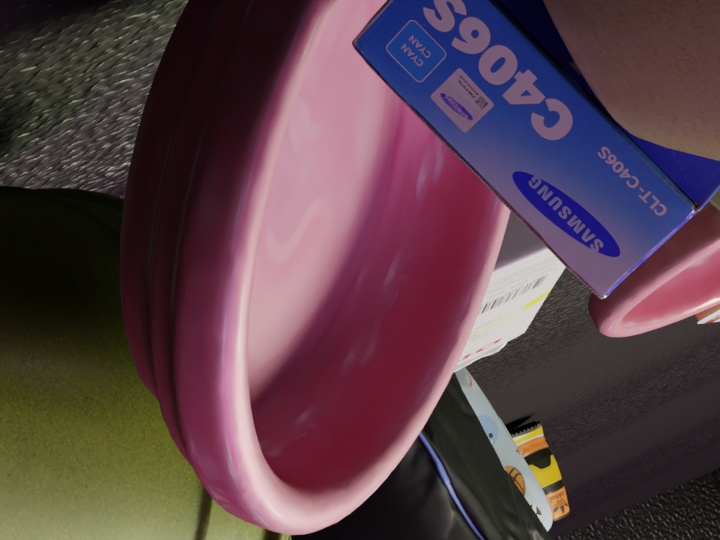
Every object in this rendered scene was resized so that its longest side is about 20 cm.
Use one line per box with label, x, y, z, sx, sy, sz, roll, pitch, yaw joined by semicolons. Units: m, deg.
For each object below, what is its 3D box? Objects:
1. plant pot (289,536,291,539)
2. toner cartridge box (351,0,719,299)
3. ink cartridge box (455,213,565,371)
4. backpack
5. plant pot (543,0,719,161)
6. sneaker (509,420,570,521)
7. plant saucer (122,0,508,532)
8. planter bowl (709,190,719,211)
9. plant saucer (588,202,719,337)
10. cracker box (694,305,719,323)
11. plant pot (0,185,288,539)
plant pot;-0.141;0.114;1.220;0.200;0.200;0.190;-26;157;0
toner cartridge box;0.084;-0.080;0.821;0.043;0.095;0.200;-46;179;39
ink cartridge box;0.000;0.000;1.207;0.145;0.084;0.200;-24;169;-10
backpack;0.002;0.143;1.685;0.190;0.200;0.154;-28;-177;28
plant pot;0.107;-0.100;0.697;0.134;0.201;0.200;-23;171;17
sneaker;0.099;0.194;2.367;0.070;0.090;0.200;-19;167;-33
plant saucer;-0.011;-0.027;0.848;0.051;0.201;0.200;16;-175;21
planter bowl;0.215;-0.067;1.186;0.134;0.201;0.200;13;150;-28
plant saucer;0.192;-0.035;1.401;0.200;0.051;0.201;-26;169;-5
cracker box;0.280;-0.025;1.836;0.134;0.058;0.200;-31;169;21
plant pot;-0.155;0.056;0.882;0.200;0.201;0.193;-30;157;22
